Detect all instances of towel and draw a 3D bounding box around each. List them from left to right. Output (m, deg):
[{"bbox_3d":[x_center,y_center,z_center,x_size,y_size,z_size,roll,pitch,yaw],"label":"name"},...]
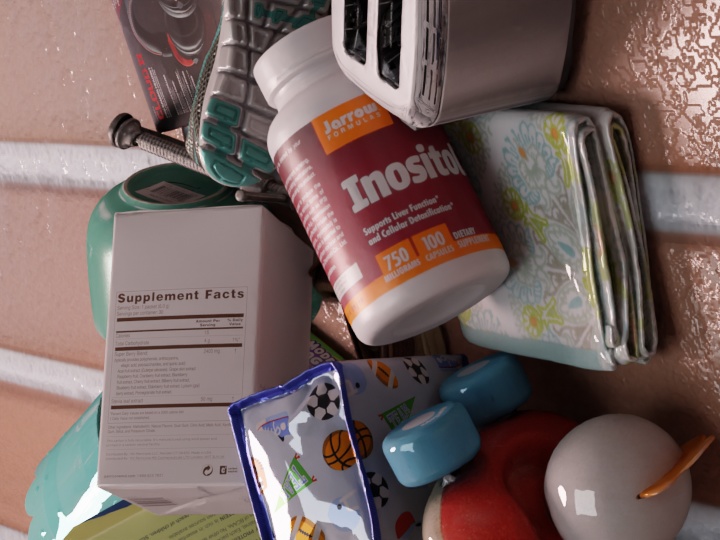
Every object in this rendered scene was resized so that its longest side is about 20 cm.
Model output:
[{"bbox_3d":[0.116,-0.027,1.561,0.199,0.048,0.173,10,113,57],"label":"towel"}]

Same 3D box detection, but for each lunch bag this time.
[{"bbox_3d":[0.014,0.169,1.621,0.123,0.169,0.202,-25,77,36],"label":"lunch bag"}]

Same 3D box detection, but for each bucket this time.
[{"bbox_3d":[-0.170,0.187,2.006,0.208,0.206,0.135,57,133,19],"label":"bucket"}]

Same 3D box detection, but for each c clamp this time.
[{"bbox_3d":[-0.112,-0.081,1.777,0.199,0.170,0.027,22,95,32],"label":"c clamp"}]

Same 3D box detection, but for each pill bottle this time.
[{"bbox_3d":[0.008,-0.062,1.560,0.201,0.112,0.113,63,150,13],"label":"pill bottle"}]

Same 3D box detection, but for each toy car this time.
[{"bbox_3d":[0.152,0.140,1.539,0.199,0.177,0.185,-22,98,32],"label":"toy car"}]

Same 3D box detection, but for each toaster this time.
[{"bbox_3d":[0.059,-0.183,1.469,0.114,0.128,0.201,39,139,39],"label":"toaster"}]

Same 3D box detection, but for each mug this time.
[{"bbox_3d":[-0.125,-0.018,1.880,0.152,0.183,0.115,-98,4,-66],"label":"mug"}]

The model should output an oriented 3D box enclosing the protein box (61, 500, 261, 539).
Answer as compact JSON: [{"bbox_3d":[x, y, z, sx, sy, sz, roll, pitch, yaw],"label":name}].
[{"bbox_3d":[-0.106,0.256,1.831,0.201,0.197,0.135,62,-172,-4],"label":"protein box"}]

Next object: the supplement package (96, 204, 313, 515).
[{"bbox_3d":[-0.109,0.067,1.708,0.121,0.119,0.202,42,-132,-67],"label":"supplement package"}]

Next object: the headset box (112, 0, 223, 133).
[{"bbox_3d":[-0.116,-0.192,1.804,0.199,0.075,0.150,-6,104,59],"label":"headset box"}]

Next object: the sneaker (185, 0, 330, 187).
[{"bbox_3d":[-0.080,-0.157,1.667,0.091,0.077,0.202,3,72,68],"label":"sneaker"}]

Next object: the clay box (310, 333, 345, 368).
[{"bbox_3d":[-0.037,0.115,1.897,0.200,0.047,0.116,36,140,42],"label":"clay box"}]

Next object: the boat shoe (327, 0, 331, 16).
[{"bbox_3d":[0.005,-0.145,1.669,0.073,0.062,0.202,-99,17,-65],"label":"boat shoe"}]

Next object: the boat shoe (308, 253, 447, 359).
[{"bbox_3d":[0.000,0.000,1.738,0.072,0.072,0.202,-10,99,59],"label":"boat shoe"}]
